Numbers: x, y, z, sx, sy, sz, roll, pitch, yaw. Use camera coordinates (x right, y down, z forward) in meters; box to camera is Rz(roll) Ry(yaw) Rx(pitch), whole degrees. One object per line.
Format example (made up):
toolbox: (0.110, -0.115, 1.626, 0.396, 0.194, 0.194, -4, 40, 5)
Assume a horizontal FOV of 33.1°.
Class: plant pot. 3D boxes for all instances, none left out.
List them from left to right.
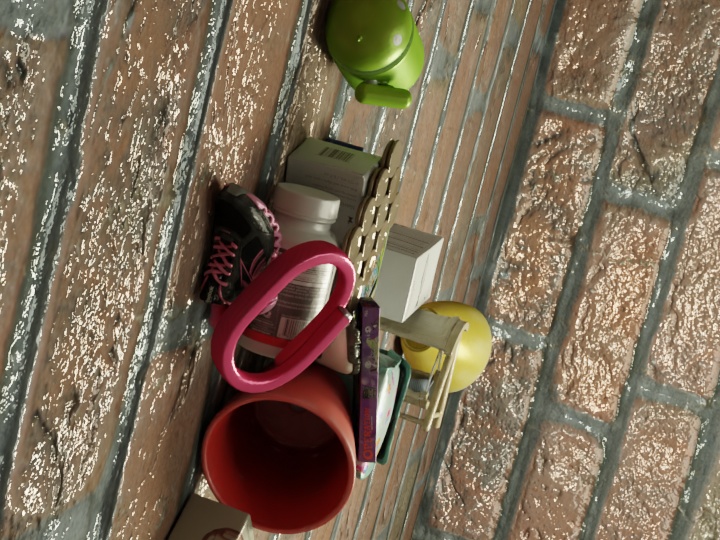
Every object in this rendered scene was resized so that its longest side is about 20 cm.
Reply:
plant pot: (-0.093, 0.212, 1.588, 0.178, 0.197, 0.203, -70, 172, -67)
plant pot: (0.163, 0.147, 2.610, 0.141, 0.198, 0.203, 30, 76, -50)

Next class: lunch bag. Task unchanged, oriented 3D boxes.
lunch bag: (-0.002, 0.199, 1.780, 0.200, 0.120, 0.173, 1, 104, -77)

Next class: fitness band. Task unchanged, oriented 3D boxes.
fitness band: (-0.085, 0.055, 1.396, 0.200, 0.037, 0.144, -47, 141, 0)

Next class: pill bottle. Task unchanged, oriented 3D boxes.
pill bottle: (-0.086, 0.000, 1.495, 0.111, 0.109, 0.203, -23, 128, -73)

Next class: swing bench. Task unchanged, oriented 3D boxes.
swing bench: (0.065, 0.153, 2.115, 0.130, 0.196, 0.203, 18, 88, -77)

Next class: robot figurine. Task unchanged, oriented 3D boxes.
robot figurine: (0.019, -0.294, 1.563, 0.200, 0.114, 0.178, 47, 44, -73)

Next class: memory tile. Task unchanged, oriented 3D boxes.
memory tile: (0.014, -0.057, 1.571, 0.154, 0.017, 0.202, 87, 22, -53)

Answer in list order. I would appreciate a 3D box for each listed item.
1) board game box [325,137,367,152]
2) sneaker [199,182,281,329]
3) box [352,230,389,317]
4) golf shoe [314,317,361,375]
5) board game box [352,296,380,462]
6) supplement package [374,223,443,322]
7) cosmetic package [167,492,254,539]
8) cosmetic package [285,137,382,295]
board game box: (-0.021, -0.085, 1.772, 0.200, 0.061, 0.203, -12, 117, -74)
sneaker: (-0.143, -0.005, 1.363, 0.095, 0.078, 0.202, -42, 147, -35)
box: (0.000, 0.000, 1.752, 0.110, 0.034, 0.203, -36, 141, -69)
golf shoe: (-0.058, 0.097, 1.589, 0.200, 0.087, 0.079, -169, -105, -67)
board game box: (0.006, 0.142, 1.609, 0.120, 0.032, 0.203, -154, -115, -80)
supplement package: (0.057, -0.001, 2.074, 0.200, 0.116, 0.119, -35, 140, -69)
cosmetic package: (-0.211, 0.396, 1.503, 0.104, 0.086, 0.201, 88, 22, -51)
cosmetic package: (-0.044, -0.060, 1.601, 0.081, 0.111, 0.203, -50, 151, -59)
